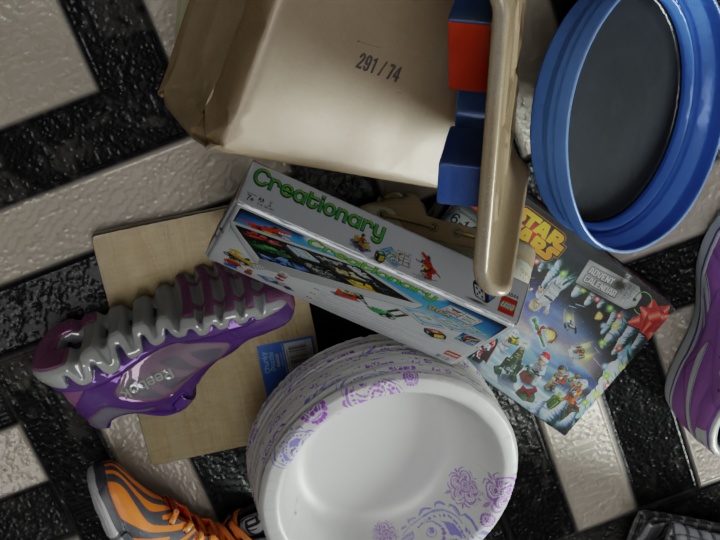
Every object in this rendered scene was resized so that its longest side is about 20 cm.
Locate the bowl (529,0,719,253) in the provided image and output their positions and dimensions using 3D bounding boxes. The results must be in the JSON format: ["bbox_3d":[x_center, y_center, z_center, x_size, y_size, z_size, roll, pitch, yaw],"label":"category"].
[{"bbox_3d":[0.191,-0.113,0.940,0.200,0.039,0.201,-18,117,-41],"label":"bowl"}]

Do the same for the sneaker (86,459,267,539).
[{"bbox_3d":[-0.129,0.206,1.071,0.112,0.078,0.200,-31,121,2],"label":"sneaker"}]

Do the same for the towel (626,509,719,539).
[{"bbox_3d":[0.288,0.302,1.141,0.165,0.086,0.200,14,110,-9],"label":"towel"}]

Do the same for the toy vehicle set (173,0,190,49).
[{"bbox_3d":[-0.057,-0.236,0.899,0.124,0.027,0.200,-6,115,-33],"label":"toy vehicle set"}]

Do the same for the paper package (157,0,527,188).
[{"bbox_3d":[-0.005,-0.165,0.880,0.200,0.103,0.191,7,112,-38],"label":"paper package"}]

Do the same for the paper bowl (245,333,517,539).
[{"bbox_3d":[0.011,0.138,1.024,0.200,0.104,0.201,-8,122,-13],"label":"paper bowl"}]

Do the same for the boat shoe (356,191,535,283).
[{"bbox_3d":[0.027,-0.021,0.969,0.200,0.072,0.065,17,68,9],"label":"boat shoe"}]

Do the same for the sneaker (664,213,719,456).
[{"bbox_3d":[0.301,0.048,1.029,0.072,0.114,0.201,7,109,-7],"label":"sneaker"}]

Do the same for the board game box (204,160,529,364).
[{"bbox_3d":[0.000,0.000,0.904,0.200,0.126,0.035,24,69,-8],"label":"board game box"}]

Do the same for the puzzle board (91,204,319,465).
[{"bbox_3d":[-0.112,0.048,1.037,0.150,0.017,0.200,-12,112,-3],"label":"puzzle board"}]

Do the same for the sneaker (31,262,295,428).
[{"bbox_3d":[-0.138,0.061,0.994,0.200,0.081,0.089,-20,118,6],"label":"sneaker"}]

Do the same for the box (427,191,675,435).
[{"bbox_3d":[0.125,0.021,1.038,0.200,0.040,0.137,34,103,-16],"label":"box"}]

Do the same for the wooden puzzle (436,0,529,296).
[{"bbox_3d":[0.076,-0.113,0.811,0.046,0.185,0.200,2,121,10],"label":"wooden puzzle"}]
